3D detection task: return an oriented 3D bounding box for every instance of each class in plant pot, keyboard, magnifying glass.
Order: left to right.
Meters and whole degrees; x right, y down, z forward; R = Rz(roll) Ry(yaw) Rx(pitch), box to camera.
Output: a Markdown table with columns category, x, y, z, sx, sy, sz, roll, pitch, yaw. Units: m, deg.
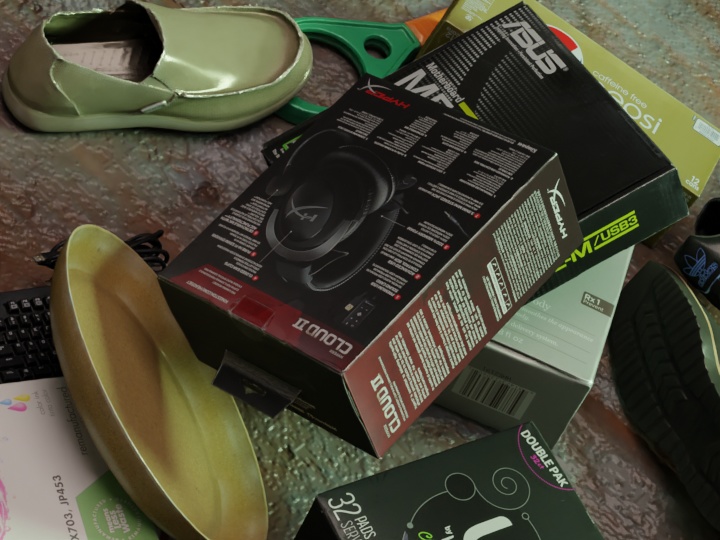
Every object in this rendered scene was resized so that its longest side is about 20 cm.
| category | x | y | z | sx | sy | sz | roll | pitch | yaw |
| --- | --- | --- | --- | --- | --- | --- | --- | --- | --- |
| keyboard | -0.142 | 0.018 | 1.440 | 0.199 | 0.040 | 0.104 | -8 | 56 | -39 |
| plant pot | -0.112 | 0.070 | 1.354 | 0.027 | 0.200 | 0.201 | -29 | 61 | 12 |
| magnifying glass | 0.016 | -0.145 | 1.659 | 0.199 | 0.022 | 0.080 | -23 | 67 | -31 |

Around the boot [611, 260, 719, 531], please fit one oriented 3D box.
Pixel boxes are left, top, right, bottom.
| category | x | y | z | sx | sy | sz | roll | pitch | yaw |
| --- | --- | --- | --- | --- | --- | --- | --- | --- | --- |
| boot | 0.244 | 0.089 | 1.558 | 0.138 | 0.078 | 0.201 | 12 | 44 | -36 |

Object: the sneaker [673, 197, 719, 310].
| category | x | y | z | sx | sy | sz | roll | pitch | yaw |
| --- | --- | --- | --- | --- | --- | --- | --- | --- | --- |
| sneaker | 0.261 | -0.032 | 1.619 | 0.078 | 0.070 | 0.200 | 37 | 33 | 3 |

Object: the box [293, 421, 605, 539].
| category | x | y | z | sx | sy | sz | roll | pitch | yaw |
| --- | --- | --- | --- | --- | --- | --- | --- | --- | --- |
| box | 0.064 | 0.211 | 1.347 | 0.148 | 0.125 | 0.200 | -17 | 62 | -30 |

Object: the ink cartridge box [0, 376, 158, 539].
| category | x | y | z | sx | sy | sz | roll | pitch | yaw |
| --- | --- | --- | --- | --- | --- | --- | --- | --- | --- |
| ink cartridge box | -0.217 | 0.127 | 1.303 | 0.199 | 0.067 | 0.118 | -7 | 58 | -26 |

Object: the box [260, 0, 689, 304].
| category | x | y | z | sx | sy | sz | roll | pitch | yaw |
| --- | --- | --- | --- | --- | --- | --- | --- | --- | --- |
| box | 0.064 | -0.055 | 1.494 | 0.193 | 0.048 | 0.200 | -30 | 43 | -4 |

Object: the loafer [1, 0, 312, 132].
| category | x | y | z | sx | sy | sz | roll | pitch | yaw |
| --- | --- | --- | --- | --- | --- | --- | --- | --- | --- |
| loafer | -0.119 | -0.129 | 1.552 | 0.199 | 0.068 | 0.076 | -11 | 63 | -21 |

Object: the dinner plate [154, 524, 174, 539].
| category | x | y | z | sx | sy | sz | roll | pitch | yaw |
| --- | --- | --- | --- | --- | --- | --- | --- | --- | --- |
| dinner plate | -0.197 | 0.124 | 1.372 | 0.199 | 0.024 | 0.201 | 11 | 52 | -15 |

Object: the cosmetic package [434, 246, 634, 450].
| category | x | y | z | sx | sy | sz | roll | pitch | yaw |
| --- | --- | --- | --- | --- | --- | --- | --- | --- | --- |
| cosmetic package | 0.106 | -0.002 | 1.546 | 0.106 | 0.090 | 0.201 | 21 | 54 | -2 |

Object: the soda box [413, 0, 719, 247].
| category | x | y | z | sx | sy | sz | roll | pitch | yaw |
| --- | --- | --- | --- | --- | --- | --- | --- | --- | --- |
| soda box | 0.134 | -0.106 | 1.633 | 0.200 | 0.068 | 0.064 | 35 | 52 | -2 |

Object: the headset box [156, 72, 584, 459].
| category | x | y | z | sx | sy | sz | roll | pitch | yaw |
| --- | --- | --- | --- | --- | --- | --- | --- | --- | --- |
| headset box | 0.000 | 0.000 | 1.378 | 0.148 | 0.077 | 0.200 | 25 | 61 | 38 |
